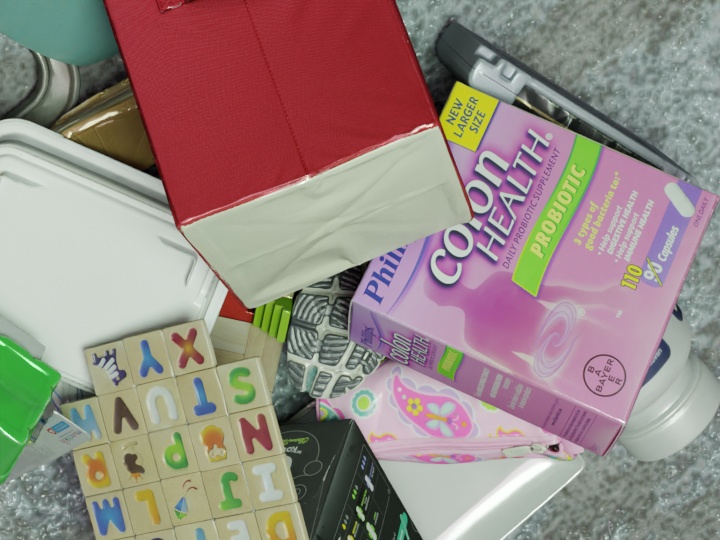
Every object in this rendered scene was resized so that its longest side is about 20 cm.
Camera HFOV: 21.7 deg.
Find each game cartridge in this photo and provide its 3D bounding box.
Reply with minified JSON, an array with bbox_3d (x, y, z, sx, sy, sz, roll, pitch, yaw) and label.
[{"bbox_3d":[0.148,-0.111,1.377,0.199,0.133,0.041,30,104,-17],"label":"game cartridge"}]

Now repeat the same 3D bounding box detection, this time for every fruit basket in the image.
[{"bbox_3d":[-0.299,0.084,1.319,0.185,0.200,0.094,36,64,-17],"label":"fruit basket"}]

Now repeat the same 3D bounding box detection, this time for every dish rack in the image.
[{"bbox_3d":[-0.196,0.005,1.307,0.199,0.044,0.172,23,111,-3],"label":"dish rack"}]

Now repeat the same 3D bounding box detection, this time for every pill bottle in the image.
[{"bbox_3d":[0.181,0.047,1.434,0.120,0.120,0.200,-43,109,1],"label":"pill bottle"}]

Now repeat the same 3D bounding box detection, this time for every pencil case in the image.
[{"bbox_3d":[0.068,0.102,1.376,0.199,0.087,0.088,-3,108,18],"label":"pencil case"}]

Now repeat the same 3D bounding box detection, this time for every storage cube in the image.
[{"bbox_3d":[-0.042,-0.106,1.189,0.170,0.200,0.181,-21,69,3],"label":"storage cube"}]

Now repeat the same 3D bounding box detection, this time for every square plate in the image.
[{"bbox_3d":[0.045,0.147,1.479,0.198,0.028,0.200,-41,109,0],"label":"square plate"}]

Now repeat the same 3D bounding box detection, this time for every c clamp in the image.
[{"bbox_3d":[-0.306,-0.128,1.328,0.199,0.027,0.171,-34,109,-2],"label":"c clamp"}]

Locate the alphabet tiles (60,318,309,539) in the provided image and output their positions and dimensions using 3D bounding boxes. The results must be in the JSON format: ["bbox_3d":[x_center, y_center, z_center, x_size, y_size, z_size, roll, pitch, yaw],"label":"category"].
[{"bbox_3d":[-0.122,0.140,1.282,0.166,0.006,0.201,-14,92,26],"label":"alphabet tiles"}]

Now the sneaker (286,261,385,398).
[{"bbox_3d":[0.000,0.000,1.379,0.077,0.080,0.201,18,80,-1],"label":"sneaker"}]

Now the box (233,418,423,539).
[{"bbox_3d":[-0.043,0.224,1.377,0.148,0.125,0.201,-9,129,27],"label":"box"}]

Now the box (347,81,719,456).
[{"bbox_3d":[0.117,-0.001,1.288,0.199,0.097,0.177,24,73,7],"label":"box"}]

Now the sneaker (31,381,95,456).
[{"bbox_3d":[-0.199,0.117,1.402,0.086,0.075,0.201,-27,100,2],"label":"sneaker"}]

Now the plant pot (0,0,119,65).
[{"bbox_3d":[-0.188,-0.235,1.245,0.200,0.201,0.161,29,109,-18],"label":"plant pot"}]

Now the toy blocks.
[{"bbox_3d":[-0.119,0.021,1.382,0.136,0.100,0.201,12,109,-3],"label":"toy blocks"}]

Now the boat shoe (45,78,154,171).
[{"bbox_3d":[-0.138,-0.117,1.345,0.199,0.069,0.074,-21,117,-9],"label":"boat shoe"}]
